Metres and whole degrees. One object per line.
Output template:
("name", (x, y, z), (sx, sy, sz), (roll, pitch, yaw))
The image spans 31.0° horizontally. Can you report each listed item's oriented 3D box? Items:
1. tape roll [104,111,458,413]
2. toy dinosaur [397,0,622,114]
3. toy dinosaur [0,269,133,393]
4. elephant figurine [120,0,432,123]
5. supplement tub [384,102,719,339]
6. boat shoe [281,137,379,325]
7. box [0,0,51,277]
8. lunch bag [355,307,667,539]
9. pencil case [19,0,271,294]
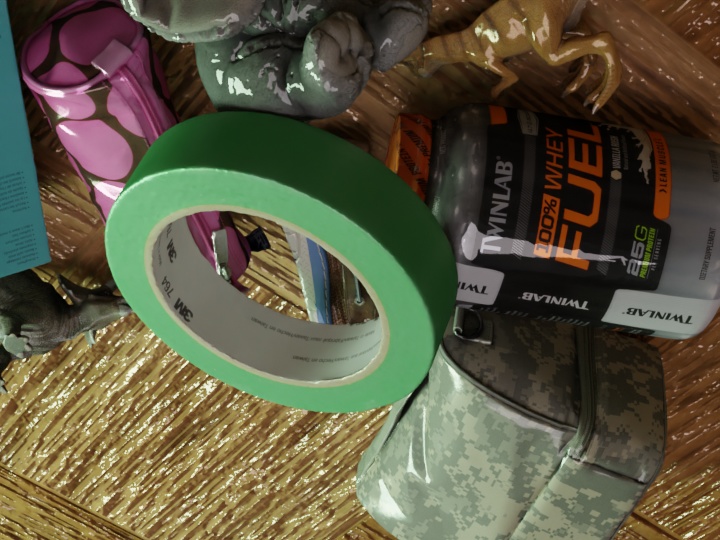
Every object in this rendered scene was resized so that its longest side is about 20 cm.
("tape roll", (-0.046, 0.001, 0.738), (0.200, 0.048, 0.201), (15, 140, 13))
("toy dinosaur", (0.106, -0.144, 0.719), (0.200, 0.061, 0.106), (-33, 118, 32))
("toy dinosaur", (-0.257, 0.021, 0.909), (0.199, 0.102, 0.077), (21, 125, 2))
("elephant figurine", (-0.065, -0.178, 0.689), (0.200, 0.155, 0.141), (49, 166, -18))
("supplement tub", (0.112, -0.031, 0.771), (0.199, 0.123, 0.123), (8, 133, -4))
("boat shoe", (0.000, 0.000, 0.859), (0.072, 0.072, 0.200), (-8, 130, 14))
("box", (-0.237, -0.095, 0.795), (0.049, 0.082, 0.200), (-19, 137, -22))
("lunch bag", (0.099, 0.117, 0.904), (0.167, 0.140, 0.200), (18, 131, -9))
("pencil case", (-0.132, -0.067, 0.806), (0.091, 0.094, 0.200), (-34, 130, -12))
